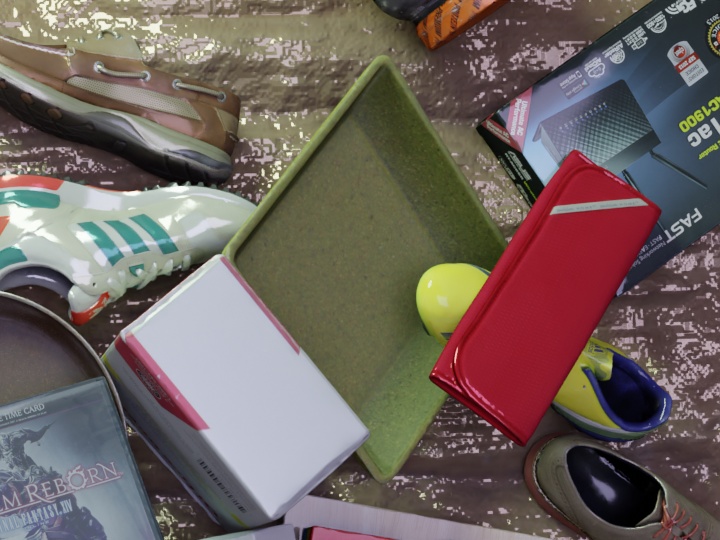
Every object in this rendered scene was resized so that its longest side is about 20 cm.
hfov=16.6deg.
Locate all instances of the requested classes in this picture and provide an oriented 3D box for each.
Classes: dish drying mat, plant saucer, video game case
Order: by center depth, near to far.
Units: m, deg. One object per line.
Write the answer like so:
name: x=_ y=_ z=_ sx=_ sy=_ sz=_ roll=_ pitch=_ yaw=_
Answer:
video game case: x=-0.186 y=0.175 z=1.477 sx=0.142 sy=0.019 sz=0.201 roll=-15 pitch=76 yaw=-25
plant saucer: x=-0.241 y=0.111 z=1.565 sx=0.198 sy=0.032 sz=0.202 roll=1 pitch=95 yaw=8
dish drying mat: x=0.121 y=0.014 z=1.574 sx=0.077 sy=0.018 sz=0.201 roll=36 pitch=60 yaw=-4
plant saucer: x=0.000 y=0.000 z=1.586 sx=0.200 sy=0.048 sz=0.200 roll=56 pitch=52 yaw=-26

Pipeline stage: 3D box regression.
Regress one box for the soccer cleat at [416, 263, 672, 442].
soccer cleat: x=0.123 y=0.049 z=1.605 sx=0.200 sy=0.083 sz=0.065 roll=33 pitch=67 yaw=-28

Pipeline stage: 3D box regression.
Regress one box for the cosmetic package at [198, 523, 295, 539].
cosmetic package: x=-0.095 y=0.271 z=1.546 sx=0.150 sy=0.052 sz=0.202 roll=-13 pitch=85 yaw=30

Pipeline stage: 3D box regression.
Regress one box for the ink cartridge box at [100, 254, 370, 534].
ink cartridge box: x=-0.086 y=0.081 z=1.536 sx=0.083 sy=0.200 sz=0.145 roll=-41 pitch=91 yaw=-14

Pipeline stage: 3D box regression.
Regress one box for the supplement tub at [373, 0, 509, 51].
supplement tub: x=0.031 y=-0.255 z=1.632 sx=0.122 sy=0.123 sz=0.201 roll=-34 pitch=90 yaw=-12

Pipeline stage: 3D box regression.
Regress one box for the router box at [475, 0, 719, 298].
router box: x=0.200 y=-0.094 z=1.674 sx=0.199 sy=0.062 sz=0.150 roll=-35 pitch=92 yaw=-12

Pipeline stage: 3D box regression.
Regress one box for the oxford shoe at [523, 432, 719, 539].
oxford shoe: x=0.200 y=0.178 z=1.638 sx=0.199 sy=0.075 sz=0.071 roll=31 pitch=79 yaw=-6

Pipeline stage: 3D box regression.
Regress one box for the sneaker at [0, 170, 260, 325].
sneaker: x=-0.153 y=-0.005 z=1.589 sx=0.198 sy=0.070 sz=0.094 roll=6 pitch=66 yaw=-5

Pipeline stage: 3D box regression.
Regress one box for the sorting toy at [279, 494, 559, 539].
sorting toy: x=0.034 y=0.260 z=1.603 sx=0.197 sy=0.070 sz=0.202 roll=11 pitch=82 yaw=-9

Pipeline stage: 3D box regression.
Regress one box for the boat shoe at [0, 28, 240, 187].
boat shoe: x=-0.170 y=-0.121 z=1.612 sx=0.199 sy=0.076 sz=0.072 roll=23 pitch=76 yaw=-16
